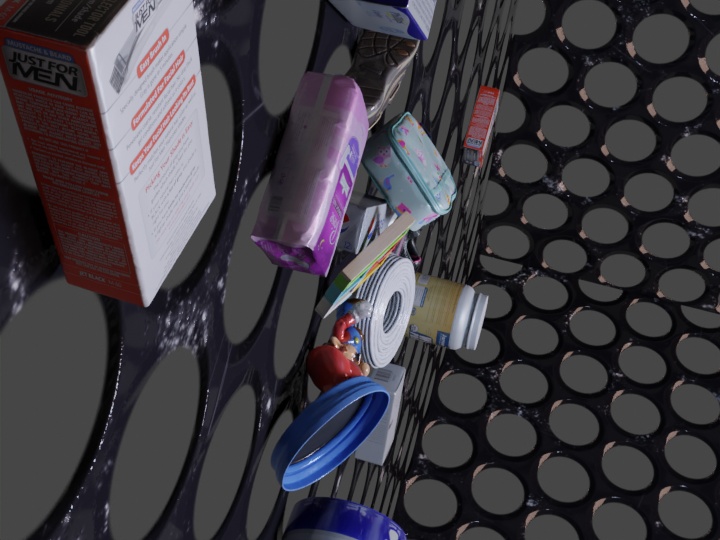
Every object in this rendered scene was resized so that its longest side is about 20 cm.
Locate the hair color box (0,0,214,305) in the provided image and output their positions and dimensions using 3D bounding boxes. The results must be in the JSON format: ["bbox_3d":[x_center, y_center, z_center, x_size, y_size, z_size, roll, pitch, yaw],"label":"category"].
[{"bbox_3d":[-0.144,-0.088,0.587,0.201,0.063,0.111,94,16,-49],"label":"hair color box"}]

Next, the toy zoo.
[{"bbox_3d":[0.000,0.000,1.367,0.131,0.020,0.200,-43,176,-24],"label":"toy zoo"}]

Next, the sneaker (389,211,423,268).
[{"bbox_3d":[0.064,-0.010,1.768,0.080,0.086,0.202,-56,159,-56],"label":"sneaker"}]

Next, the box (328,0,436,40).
[{"bbox_3d":[0.039,-0.380,1.096,0.184,0.104,0.202,-12,115,-79],"label":"box"}]

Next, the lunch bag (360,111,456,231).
[{"bbox_3d":[0.078,-0.147,1.455,0.077,0.161,0.200,-34,-173,20],"label":"lunch bag"}]

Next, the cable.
[{"bbox_3d":[0.031,0.065,1.665,0.200,0.069,0.202,-36,137,-58],"label":"cable"}]

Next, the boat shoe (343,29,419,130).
[{"bbox_3d":[0.017,-0.254,1.280,0.201,0.074,0.074,-58,171,-35],"label":"boat shoe"}]

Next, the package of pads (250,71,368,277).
[{"bbox_3d":[-0.050,-0.104,1.073,0.121,0.075,0.202,60,45,-71],"label":"package of pads"}]

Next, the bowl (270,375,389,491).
[{"bbox_3d":[-0.045,0.229,1.390,0.200,0.039,0.201,-37,156,-19],"label":"bowl"}]

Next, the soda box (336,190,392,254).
[{"bbox_3d":[-0.009,-0.070,1.352,0.200,0.068,0.064,-26,132,-76],"label":"soda box"}]

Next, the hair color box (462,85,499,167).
[{"bbox_3d":[0.345,-0.412,2.803,0.111,0.063,0.202,76,31,-70],"label":"hair color box"}]

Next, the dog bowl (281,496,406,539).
[{"bbox_3d":[-0.028,0.445,1.572,0.201,0.198,0.079,90,15,-53],"label":"dog bowl"}]

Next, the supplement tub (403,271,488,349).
[{"bbox_3d":[0.170,0.090,2.151,0.145,0.198,0.146,14,90,-79],"label":"supplement tub"}]

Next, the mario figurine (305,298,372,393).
[{"bbox_3d":[-0.012,0.125,1.477,0.124,0.105,0.200,62,20,-20],"label":"mario figurine"}]

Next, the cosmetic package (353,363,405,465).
[{"bbox_3d":[0.042,0.309,2.113,0.102,0.073,0.202,-59,159,-57],"label":"cosmetic package"}]
